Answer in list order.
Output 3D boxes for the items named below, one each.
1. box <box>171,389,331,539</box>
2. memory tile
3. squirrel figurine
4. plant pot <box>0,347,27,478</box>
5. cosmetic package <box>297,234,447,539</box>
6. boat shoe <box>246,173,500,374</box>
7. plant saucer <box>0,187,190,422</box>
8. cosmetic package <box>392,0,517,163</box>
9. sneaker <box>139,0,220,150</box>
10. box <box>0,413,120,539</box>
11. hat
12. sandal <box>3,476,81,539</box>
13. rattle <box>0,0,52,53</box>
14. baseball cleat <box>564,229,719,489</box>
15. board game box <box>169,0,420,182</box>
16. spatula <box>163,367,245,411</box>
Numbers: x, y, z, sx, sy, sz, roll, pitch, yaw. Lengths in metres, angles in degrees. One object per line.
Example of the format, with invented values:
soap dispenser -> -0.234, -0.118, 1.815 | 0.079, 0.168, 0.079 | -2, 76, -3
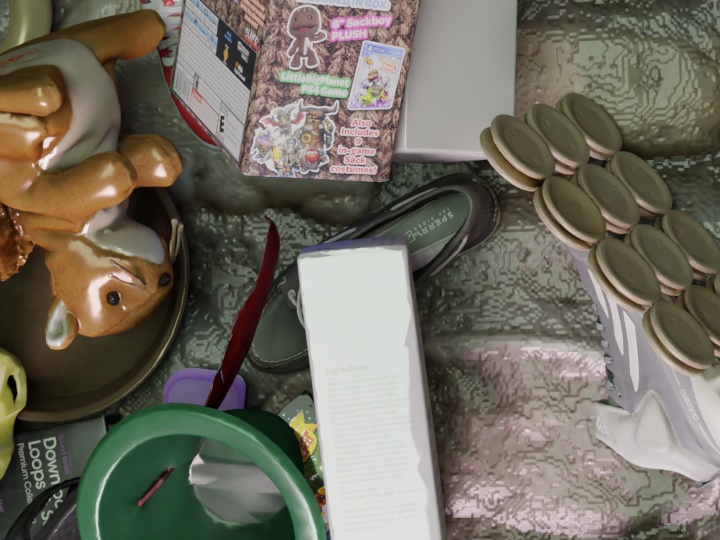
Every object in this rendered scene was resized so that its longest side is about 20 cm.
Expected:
box -> -0.067, 0.194, 1.703 | 0.200, 0.038, 0.137 | -40, 82, -1
memory tile -> 0.165, -0.024, 1.615 | 0.200, 0.153, 0.017 | 51, 120, 10
squirrel figurine -> -0.205, -0.046, 1.687 | 0.199, 0.142, 0.188 | -8, 111, 25
plant pot -> -0.326, 0.083, 1.704 | 0.183, 0.200, 0.201 | 22, 94, 16
cosmetic package -> 0.009, 0.082, 1.626 | 0.074, 0.102, 0.201 | -6, 95, 2
boat shoe -> 0.000, 0.000, 1.701 | 0.200, 0.057, 0.067 | -34, 81, 11
plant saucer -> -0.207, 0.002, 1.768 | 0.199, 0.029, 0.201 | 0, 88, 13
cosmetic package -> 0.040, -0.169, 1.658 | 0.084, 0.107, 0.201 | 1, 91, -27
sneaker -> -0.119, -0.178, 1.706 | 0.071, 0.112, 0.201 | -15, 85, 14
box -> -0.245, 0.186, 1.771 | 0.199, 0.036, 0.144 | -13, 86, 12
hat -> -0.069, 0.117, 1.686 | 0.165, 0.176, 0.200 | 35, 121, 2
sandal -> -0.209, 0.183, 1.710 | 0.201, 0.075, 0.048 | -47, 62, 8
rattle -> -0.263, -0.202, 1.787 | 0.130, 0.143, 0.201 | 35, 81, -19
baseball cleat -> 0.167, 0.048, 1.653 | 0.106, 0.070, 0.200 | -45, 71, 23
board game box -> -0.037, -0.176, 1.609 | 0.096, 0.159, 0.201 | 2, 112, -23
spatula -> -0.114, 0.165, 1.745 | 0.056, 0.021, 0.201 | 8, 91, 10
